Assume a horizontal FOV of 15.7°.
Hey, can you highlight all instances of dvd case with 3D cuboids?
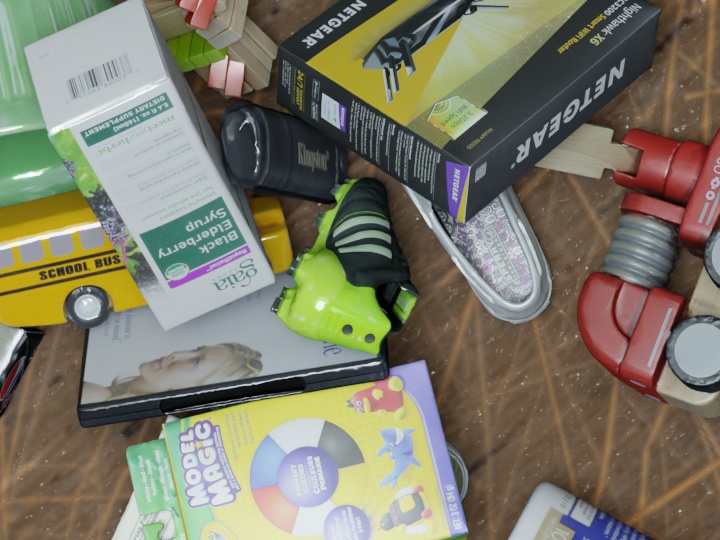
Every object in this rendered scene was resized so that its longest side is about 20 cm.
[{"bbox_3d":[-0.081,0.042,1.681,0.199,0.143,0.018,-9,119,3],"label":"dvd case"}]

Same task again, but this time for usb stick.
[{"bbox_3d":[-0.046,-0.073,1.649,0.032,0.200,0.056,-10,86,14],"label":"usb stick"}]

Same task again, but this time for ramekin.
[{"bbox_3d":[-0.227,-0.105,1.670,0.199,0.200,0.098,-14,77,3],"label":"ramekin"}]

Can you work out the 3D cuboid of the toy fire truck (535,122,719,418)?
[{"bbox_3d":[0.175,-0.021,1.681,0.199,0.129,0.177,20,84,22],"label":"toy fire truck"}]

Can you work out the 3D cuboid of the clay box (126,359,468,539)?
[{"bbox_3d":[-0.042,0.137,1.637,0.199,0.048,0.116,-14,78,-4],"label":"clay box"}]

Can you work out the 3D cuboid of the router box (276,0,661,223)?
[{"bbox_3d":[0.069,-0.136,1.649,0.157,0.052,0.200,33,53,24],"label":"router box"}]

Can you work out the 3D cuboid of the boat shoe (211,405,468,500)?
[{"bbox_3d":[-0.019,0.097,1.703,0.199,0.062,0.072,25,88,7],"label":"boat shoe"}]

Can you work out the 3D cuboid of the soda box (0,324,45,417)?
[{"bbox_3d":[-0.315,0.024,1.730,0.199,0.063,0.071,28,88,6],"label":"soda box"}]

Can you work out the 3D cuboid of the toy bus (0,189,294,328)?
[{"bbox_3d":[-0.147,-0.017,1.700,0.199,0.065,0.079,-13,110,-3],"label":"toy bus"}]

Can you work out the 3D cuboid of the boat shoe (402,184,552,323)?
[{"bbox_3d":[0.061,-0.056,1.706,0.072,0.069,0.201,-25,84,2],"label":"boat shoe"}]

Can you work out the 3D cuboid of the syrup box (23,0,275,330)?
[{"bbox_3d":[-0.124,-0.061,1.567,0.078,0.200,0.082,-23,48,2],"label":"syrup box"}]

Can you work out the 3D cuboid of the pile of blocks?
[{"bbox_3d":[-0.111,-0.170,1.659,0.082,0.200,0.062,0,54,12],"label":"pile of blocks"}]

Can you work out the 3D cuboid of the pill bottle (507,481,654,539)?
[{"bbox_3d":[0.174,0.232,1.651,0.199,0.120,0.120,28,88,6],"label":"pill bottle"}]

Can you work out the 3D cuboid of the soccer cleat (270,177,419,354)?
[{"bbox_3d":[0.000,0.000,1.652,0.081,0.200,0.068,25,115,0],"label":"soccer cleat"}]

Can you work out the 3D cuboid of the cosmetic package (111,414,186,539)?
[{"bbox_3d":[-0.053,0.181,1.693,0.199,0.073,0.104,26,87,6],"label":"cosmetic package"}]
